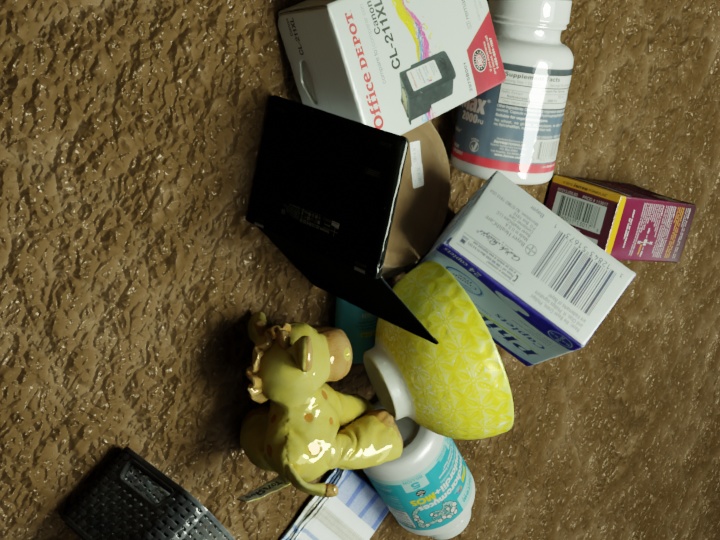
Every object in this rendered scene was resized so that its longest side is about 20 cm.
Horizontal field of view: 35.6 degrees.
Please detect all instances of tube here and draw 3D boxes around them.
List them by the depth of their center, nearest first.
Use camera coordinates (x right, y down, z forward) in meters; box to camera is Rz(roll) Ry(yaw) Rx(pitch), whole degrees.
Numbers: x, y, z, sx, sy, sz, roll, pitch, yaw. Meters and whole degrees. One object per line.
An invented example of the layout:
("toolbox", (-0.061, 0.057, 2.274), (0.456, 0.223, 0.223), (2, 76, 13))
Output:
("tube", (0.000, 0.000, 1.226), (0.077, 0.050, 0.201), (-19, 117, -52))

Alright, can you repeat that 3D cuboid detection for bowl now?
("bowl", (0.067, 0.101, 1.191), (0.107, 0.200, 0.201), (-24, 126, -12))

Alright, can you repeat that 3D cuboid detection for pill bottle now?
("pill bottle", (0.172, -0.206, 1.248), (0.119, 0.119, 0.201), (-9, 114, -43))
("pill bottle", (0.073, 0.247, 1.360), (0.111, 0.111, 0.200), (-48, 135, -19))

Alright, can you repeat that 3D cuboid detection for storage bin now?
("storage bin", (-0.181, 0.280, 1.093), (0.094, 0.135, 0.200), (-49, 136, -18))

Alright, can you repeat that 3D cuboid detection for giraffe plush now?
("giraffe plush", (-0.061, 0.122, 1.138), (0.200, 0.172, 0.163), (-26, 115, -57))

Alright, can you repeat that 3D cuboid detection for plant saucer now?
("plant saucer", (0.033, -0.089, 1.197), (0.200, 0.029, 0.201), (-7, 100, -46))

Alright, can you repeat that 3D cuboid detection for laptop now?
("laptop", (-0.006, -0.049, 1.085), (0.116, 0.187, 0.201), (-2, 109, -46))

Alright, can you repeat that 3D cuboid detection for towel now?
("towel", (-0.045, 0.338, 1.346), (0.200, 0.024, 0.147), (-54, 138, -13))

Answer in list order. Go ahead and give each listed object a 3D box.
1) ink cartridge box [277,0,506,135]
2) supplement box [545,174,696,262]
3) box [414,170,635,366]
("ink cartridge box", (0.035, -0.218, 1.106), (0.200, 0.083, 0.146), (-31, 114, -33))
("supplement box", (0.344, -0.068, 1.495), (0.200, 0.110, 0.086), (1, 107, -46))
("box", (0.170, 0.006, 1.235), (0.105, 0.184, 0.200), (-53, 179, -13))
